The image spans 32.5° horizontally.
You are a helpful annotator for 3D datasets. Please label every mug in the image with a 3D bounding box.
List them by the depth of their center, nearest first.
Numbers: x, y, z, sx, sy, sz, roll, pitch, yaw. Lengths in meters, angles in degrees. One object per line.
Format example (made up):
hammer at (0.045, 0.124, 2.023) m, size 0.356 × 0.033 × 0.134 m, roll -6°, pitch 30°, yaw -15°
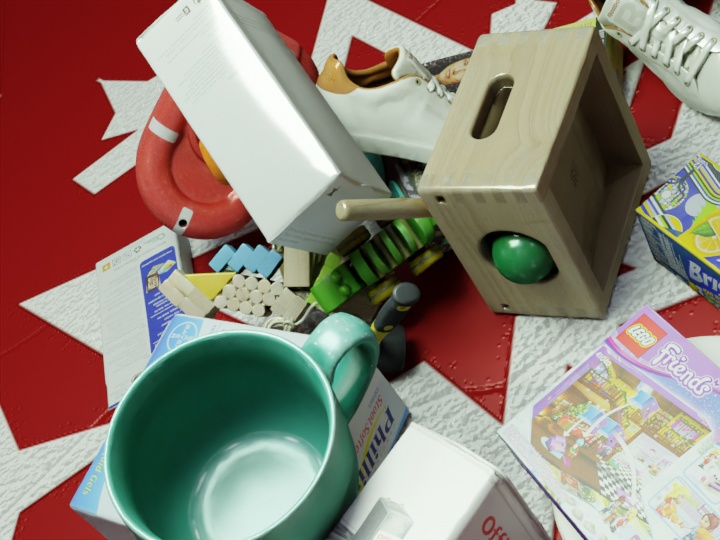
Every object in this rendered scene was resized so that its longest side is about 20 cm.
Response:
mug at (-0.061, 0.128, 0.802) m, size 0.182 × 0.115 × 0.154 m, roll -16°, pitch 54°, yaw 3°

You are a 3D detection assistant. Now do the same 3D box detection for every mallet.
mallet at (0.025, 0.043, 0.924) m, size 0.065 × 0.200 × 0.042 m, roll 4°, pitch 74°, yaw -15°

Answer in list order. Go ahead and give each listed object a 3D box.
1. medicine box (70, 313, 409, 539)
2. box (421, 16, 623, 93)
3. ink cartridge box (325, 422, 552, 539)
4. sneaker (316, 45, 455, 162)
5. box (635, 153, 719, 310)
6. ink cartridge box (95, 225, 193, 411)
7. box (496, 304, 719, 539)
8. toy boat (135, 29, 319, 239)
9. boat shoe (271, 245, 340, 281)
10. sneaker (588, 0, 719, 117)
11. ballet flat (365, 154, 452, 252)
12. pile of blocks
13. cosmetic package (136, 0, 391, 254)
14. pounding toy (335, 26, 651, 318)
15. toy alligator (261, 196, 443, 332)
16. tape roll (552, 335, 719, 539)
medicine box at (-0.092, 0.145, 0.959) m, size 0.197 × 0.103 × 0.184 m, roll 5°, pitch 57°, yaw 37°
box at (0.136, -0.167, 1.118) m, size 0.197 × 0.050 × 0.076 m, roll -11°, pitch 48°, yaw 25°
ink cartridge box at (0.029, 0.222, 0.779) m, size 0.084 × 0.146 × 0.201 m, roll 26°, pitch 70°, yaw 43°
sneaker at (0.058, -0.139, 1.041) m, size 0.196 × 0.086 × 0.073 m, roll 5°, pitch 24°, yaw -17°
box at (0.284, 0.002, 0.862) m, size 0.070 × 0.065 × 0.200 m, roll -39°, pitch 43°, yaw -3°
ink cartridge box at (-0.198, 0.045, 1.167) m, size 0.094 × 0.037 × 0.201 m, roll -28°, pitch 41°, yaw 9°
box at (0.194, 0.127, 0.777) m, size 0.136 × 0.039 × 0.200 m, roll -39°, pitch 42°, yaw -1°
toy boat at (-0.119, -0.115, 1.090) m, size 0.202 × 0.129 × 0.131 m, roll -58°, pitch 18°, yaw 20°
boat shoe at (-0.054, -0.061, 1.141) m, size 0.072 × 0.063 × 0.203 m, roll -18°, pitch 46°, yaw 19°
sneaker at (0.244, -0.193, 1.018) m, size 0.201 × 0.084 × 0.073 m, roll 53°, pitch 129°, yaw 37°
ballet flat at (0.044, -0.080, 1.103) m, size 0.071 × 0.072 × 0.201 m, roll -33°, pitch 43°, yaw 3°
pile of blocks at (-0.068, 0.009, 1.053) m, size 0.196 × 0.062 × 0.084 m, roll 3°, pitch 89°, yaw 4°
cosmetic package at (-0.073, -0.116, 0.962) m, size 0.081 × 0.113 × 0.201 m, roll -38°, pitch 71°, yaw 16°
pounding toy at (0.110, -0.065, 0.946) m, size 0.140 × 0.185 × 0.202 m, roll 2°, pitch 55°, yaw 35°
toy alligator at (0.000, 0.000, 0.990) m, size 0.199 × 0.054 × 0.060 m, roll -36°, pitch 86°, yaw 3°
tape roll at (0.221, 0.136, 0.807) m, size 0.200 × 0.037 × 0.205 m, roll -18°, pitch 46°, yaw 19°
